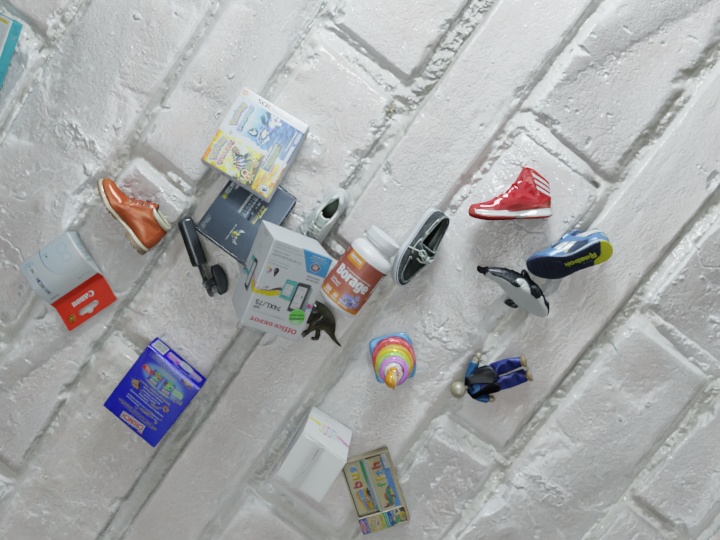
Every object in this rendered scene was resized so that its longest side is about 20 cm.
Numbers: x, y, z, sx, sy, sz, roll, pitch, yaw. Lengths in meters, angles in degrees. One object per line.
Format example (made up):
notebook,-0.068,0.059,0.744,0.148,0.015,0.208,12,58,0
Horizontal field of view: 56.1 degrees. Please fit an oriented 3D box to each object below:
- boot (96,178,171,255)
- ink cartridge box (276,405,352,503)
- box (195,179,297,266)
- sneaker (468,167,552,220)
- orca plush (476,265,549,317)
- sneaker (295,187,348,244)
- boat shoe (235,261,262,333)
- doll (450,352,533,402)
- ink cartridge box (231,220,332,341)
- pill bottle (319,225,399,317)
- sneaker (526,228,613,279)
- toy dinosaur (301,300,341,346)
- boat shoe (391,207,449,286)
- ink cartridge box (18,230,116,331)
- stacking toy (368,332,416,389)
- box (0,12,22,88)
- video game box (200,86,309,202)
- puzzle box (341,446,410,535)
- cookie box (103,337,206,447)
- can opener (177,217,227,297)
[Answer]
boot,-0.541,-0.150,1.619,0.106,0.075,0.202,-34,104,5
ink cartridge box,-0.108,0.441,1.614,0.124,0.200,0.130,32,100,-2
box,-0.265,-0.130,1.579,0.157,0.051,0.202,36,80,-3
sneaker,0.343,-0.177,1.560,0.195,0.078,0.119,-1,91,-9
orca plush,0.368,0.029,1.600,0.197,0.072,0.106,25,144,4
sneaker,-0.102,-0.108,1.589,0.070,0.080,0.202,35,101,-4
boat shoe,-0.267,0.056,1.636,0.067,0.072,0.204,-17,106,6
doll,0.310,0.259,1.634,0.196,0.049,0.139,-22,106,13
ink cartridge box,-0.178,0.023,1.499,0.144,0.146,0.203,18,102,-24
pill bottle,0.000,0.000,1.582,0.111,0.112,0.201,37,100,-3
sneaker,0.482,-0.041,1.569,0.196,0.083,0.075,-16,126,24
toy dinosaur,-0.111,0.111,1.626,0.200,0.077,0.102,46,110,0
boat shoe,0.145,-0.045,1.578,0.073,0.068,0.201,30,96,-39
ink cartridge box,-0.722,0.030,1.667,0.158,0.047,0.202,-31,94,8
stacking toy,0.075,0.226,1.568,0.107,0.200,0.119,-12,98,6
box,-0.874,-0.505,1.591,0.081,0.049,0.203,26,100,0
video game box,-0.240,-0.291,1.556,0.180,0.047,0.203,29,80,1
puzzle box,0.036,0.559,1.712,0.130,0.025,0.204,-18,98,7
cookie box,-0.511,0.303,1.682,0.170,0.075,0.201,40,99,-3
can opener,-0.380,-0.034,1.642,0.066,0.053,0.204,-21,98,-26
